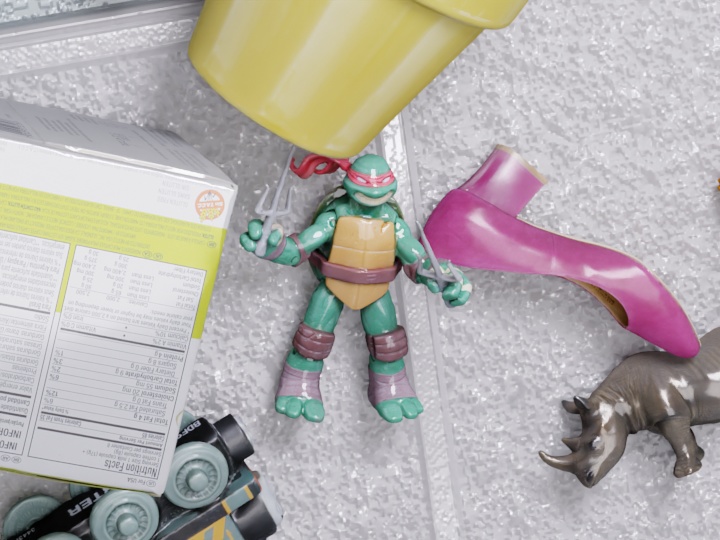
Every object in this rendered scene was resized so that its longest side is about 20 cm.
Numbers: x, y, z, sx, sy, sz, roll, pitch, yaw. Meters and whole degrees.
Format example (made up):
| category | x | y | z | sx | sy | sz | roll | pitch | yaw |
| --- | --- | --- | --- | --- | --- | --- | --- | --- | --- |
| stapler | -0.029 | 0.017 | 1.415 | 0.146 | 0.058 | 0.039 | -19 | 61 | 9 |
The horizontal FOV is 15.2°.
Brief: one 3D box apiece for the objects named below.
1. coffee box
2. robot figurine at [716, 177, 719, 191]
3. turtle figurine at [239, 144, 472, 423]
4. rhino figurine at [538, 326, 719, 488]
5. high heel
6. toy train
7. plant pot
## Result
| category | x | y | z | sx | sy | sz | roll | pitch | yaw |
| --- | --- | --- | --- | --- | --- | --- | --- | --- | --- |
| coffee box | -0.210 | 0.006 | 1.653 | 0.199 | 0.200 | 0.198 | 11 | 99 | -16 |
| robot figurine | 0.338 | -0.008 | 1.859 | 0.145 | 0.058 | 0.200 | -37 | 106 | -3 |
| turtle figurine | 0.000 | 0.000 | 1.756 | 0.149 | 0.101 | 0.201 | 8 | 116 | 6 |
| rhino figurine | 0.214 | 0.094 | 1.847 | 0.199 | 0.060 | 0.088 | -18 | 91 | -8 |
| high heel | 0.133 | 0.013 | 1.803 | 0.200 | 0.067 | 0.096 | 42 | 79 | -12 |
| toy train | -0.146 | 0.176 | 1.769 | 0.200 | 0.085 | 0.114 | -33 | 119 | -8 |
| plant pot | -0.005 | -0.180 | 1.680 | 0.200 | 0.201 | 0.189 | 28 | 108 | -17 |
